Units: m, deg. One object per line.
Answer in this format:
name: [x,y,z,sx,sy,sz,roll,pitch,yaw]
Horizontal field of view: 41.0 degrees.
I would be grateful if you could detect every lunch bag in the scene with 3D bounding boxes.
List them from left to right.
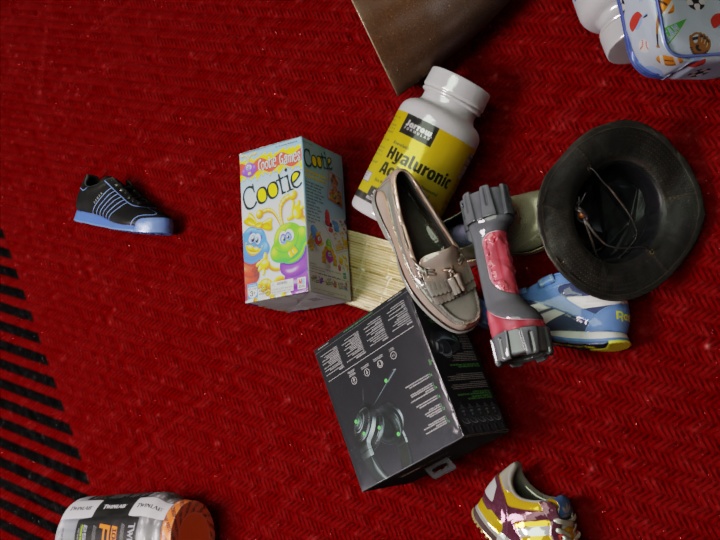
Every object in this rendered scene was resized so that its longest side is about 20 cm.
lunch bag: [0.370,-0.289,1.026,0.076,0.199,0.162,146,115,-67]

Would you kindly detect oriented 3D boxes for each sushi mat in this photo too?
sushi mat: [0.000,0.000,1.270,0.199,0.012,0.096,17,90,31]

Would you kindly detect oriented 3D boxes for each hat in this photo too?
hat: [0.278,-0.062,1.078,0.199,0.081,0.202,1,85,-11]

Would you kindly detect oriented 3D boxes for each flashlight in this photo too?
flashlight: [0.162,0.003,1.067,0.067,0.068,0.202,-6,73,-6]

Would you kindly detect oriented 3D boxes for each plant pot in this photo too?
plant pot: [0.094,-0.348,1.204,0.199,0.187,0.188,-26,68,6]

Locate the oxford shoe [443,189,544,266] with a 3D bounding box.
oxford shoe: [0.172,-0.053,1.147,0.199,0.074,0.071,-23,68,23]

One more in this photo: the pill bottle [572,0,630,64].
pill bottle: [0.293,-0.346,1.114,0.112,0.112,0.201,-22,71,24]

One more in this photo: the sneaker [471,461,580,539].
sneaker: [0.215,0.300,1.058,0.200,0.075,0.090,40,106,28]

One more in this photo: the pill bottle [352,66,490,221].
pill bottle: [0.079,-0.144,1.196,0.111,0.111,0.201,29,95,30]

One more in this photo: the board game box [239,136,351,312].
board game box: [-0.086,-0.056,1.262,0.102,0.105,0.202,-11,76,29]

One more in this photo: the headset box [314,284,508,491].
headset box: [0.058,0.147,1.142,0.174,0.092,0.201,-37,63,35]

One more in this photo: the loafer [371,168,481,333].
loafer: [0.076,-0.024,1.088,0.072,0.063,0.201,-23,73,-24]

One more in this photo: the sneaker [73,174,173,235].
sneaker: [-0.359,-0.100,1.459,0.199,0.070,0.079,11,93,31]

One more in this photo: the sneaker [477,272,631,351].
sneaker: [0.214,0.043,1.111,0.199,0.074,0.083,5,82,22]

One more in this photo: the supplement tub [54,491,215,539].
supplement tub: [-0.305,0.366,1.312,0.199,0.122,0.124,-11,76,27]
